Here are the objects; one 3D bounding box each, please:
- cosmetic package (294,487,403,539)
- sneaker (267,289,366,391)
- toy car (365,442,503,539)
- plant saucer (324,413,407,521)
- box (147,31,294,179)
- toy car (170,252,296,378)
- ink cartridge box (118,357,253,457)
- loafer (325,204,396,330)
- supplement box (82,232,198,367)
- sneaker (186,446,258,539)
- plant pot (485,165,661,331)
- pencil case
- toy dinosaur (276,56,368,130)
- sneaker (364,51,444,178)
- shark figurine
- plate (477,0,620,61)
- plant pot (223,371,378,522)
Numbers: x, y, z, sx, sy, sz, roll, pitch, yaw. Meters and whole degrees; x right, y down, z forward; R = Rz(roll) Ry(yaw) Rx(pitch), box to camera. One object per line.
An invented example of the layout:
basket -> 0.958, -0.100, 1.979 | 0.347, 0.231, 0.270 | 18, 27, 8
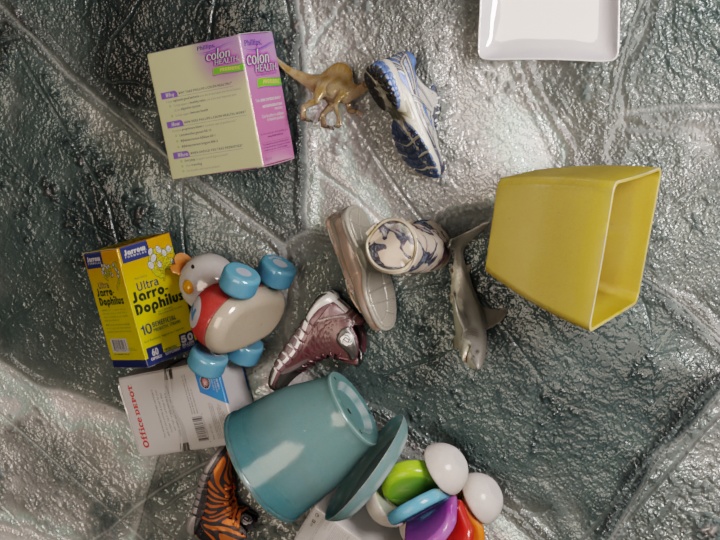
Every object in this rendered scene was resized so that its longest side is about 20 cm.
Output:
cosmetic package -> 0.008, 0.446, 1.784 | 0.200, 0.108, 0.085 | 36, 112, 12
sneaker -> -0.060, 0.138, 1.758 | 0.115, 0.076, 0.200 | 35, 111, 7
toy car -> 0.113, 0.376, 1.682 | 0.175, 0.150, 0.200 | -34, 120, 24
plant saucer -> 0.015, 0.310, 1.702 | 0.027, 0.200, 0.200 | 38, 113, -3
box -> -0.215, -0.254, 1.704 | 0.175, 0.097, 0.201 | -5, 101, 29
toy car -> -0.239, 0.036, 1.760 | 0.200, 0.177, 0.185 | 35, 115, 24
ink cartridge box -> -0.290, 0.224, 1.859 | 0.199, 0.084, 0.146 | -11, 99, 24
loafer -> 0.000, 0.000, 1.712 | 0.063, 0.072, 0.201 | -17, 90, 40
supplement box -> -0.361, 0.050, 1.816 | 0.109, 0.109, 0.201 | -5, 102, 46
sneaker -> -0.221, 0.391, 1.885 | 0.112, 0.078, 0.200 | 23, 120, 10
plant pot -> 0.286, -0.051, 1.524 | 0.176, 0.200, 0.201 | 15, 107, 29
pencil case -> 0.069, -0.037, 1.597 | 0.089, 0.200, 0.078 | 34, 101, 15
toy dinosaur -> -0.052, -0.271, 1.680 | 0.200, 0.058, 0.101 | 16, 91, 30
sneaker -> 0.088, -0.230, 1.612 | 0.077, 0.085, 0.200 | 14, 136, 55
shark figurine -> 0.176, 0.043, 1.656 | 0.089, 0.128, 0.215 | -5, 83, -3
plate -> 0.264, -0.393, 1.530 | 0.199, 0.032, 0.201 | 4, 103, 19
plant pot -> -0.082, 0.262, 1.739 | 0.188, 0.200, 0.200 | -34, 89, 12
